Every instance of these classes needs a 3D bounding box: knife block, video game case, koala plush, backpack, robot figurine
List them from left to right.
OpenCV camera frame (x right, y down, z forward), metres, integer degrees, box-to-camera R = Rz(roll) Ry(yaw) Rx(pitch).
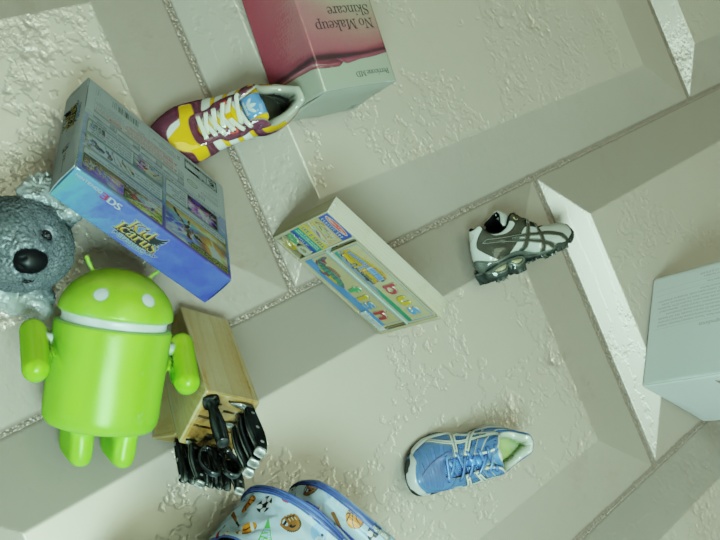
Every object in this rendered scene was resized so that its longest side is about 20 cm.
[{"bbox_3d":[-0.358,-0.034,0.862,0.199,0.183,0.179,10,99,-47],"label":"koala plush"},{"bbox_3d":[-0.251,0.090,0.906,0.174,0.115,0.202,9,90,-27],"label":"robot figurine"},{"bbox_3d":[-0.224,-0.084,0.950,0.200,0.045,0.182,40,20,-33],"label":"video game case"},{"bbox_3d":[-0.147,0.129,0.949,0.064,0.175,0.202,19,67,-32],"label":"knife block"},{"bbox_3d":[-0.062,0.310,0.965,0.190,0.200,0.155,39,52,-13],"label":"backpack"}]

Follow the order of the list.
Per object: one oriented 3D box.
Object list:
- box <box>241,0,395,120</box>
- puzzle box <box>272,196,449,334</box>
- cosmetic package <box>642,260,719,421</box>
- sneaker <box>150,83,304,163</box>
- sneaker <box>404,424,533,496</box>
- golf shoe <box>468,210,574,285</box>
[{"bbox_3d":[-0.058,-0.310,1.170,0.127,0.109,0.202,-18,88,-38],"label":"box"},{"bbox_3d":[0.000,0.000,1.116,0.200,0.133,0.026,42,58,-19],"label":"puzzle box"},{"bbox_3d":[0.585,0.116,1.486,0.166,0.166,0.202,28,63,-26],"label":"cosmetic package"},{"bbox_3d":[-0.158,-0.181,1.075,0.199,0.090,0.076,-29,95,-36],"label":"sneaker"},{"bbox_3d":[0.142,0.241,1.190,0.199,0.077,0.077,-14,88,-36],"label":"sneaker"},{"bbox_3d":[0.237,-0.052,1.336,0.199,0.077,0.095,-23,92,-38],"label":"golf shoe"}]
